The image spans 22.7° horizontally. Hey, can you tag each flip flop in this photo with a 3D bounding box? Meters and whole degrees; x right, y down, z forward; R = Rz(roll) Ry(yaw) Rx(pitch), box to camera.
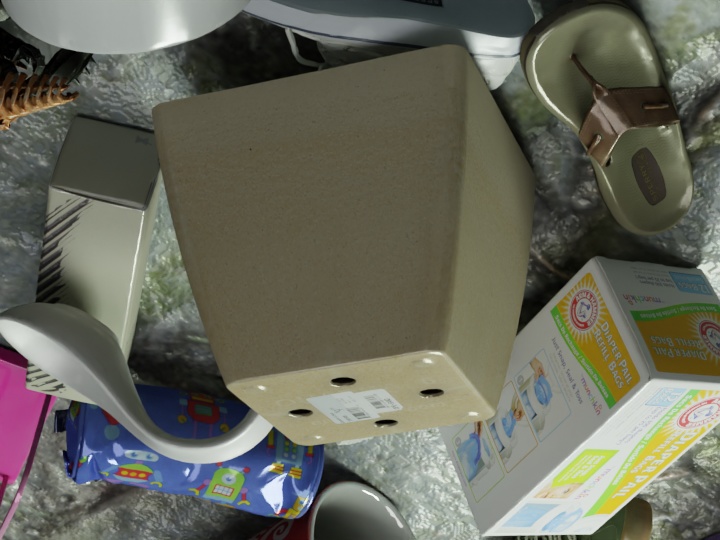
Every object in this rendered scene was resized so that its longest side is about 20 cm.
[{"bbox_3d":[0.165,-0.090,1.121,0.081,0.058,0.200,-30,128,1],"label":"flip flop"}]

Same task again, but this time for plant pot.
[{"bbox_3d":[0.000,0.000,1.113,0.199,0.178,0.200,-10,156,15],"label":"plant pot"}]

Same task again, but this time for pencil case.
[{"bbox_3d":[-0.129,0.136,1.347,0.199,0.078,0.087,12,117,-17],"label":"pencil case"}]

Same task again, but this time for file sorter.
[{"bbox_3d":[-0.347,0.128,1.353,0.199,0.126,0.139,21,131,-13],"label":"file sorter"}]

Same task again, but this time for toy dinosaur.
[{"bbox_3d":[-0.218,-0.123,1.090,0.200,0.136,0.102,34,163,32],"label":"toy dinosaur"}]

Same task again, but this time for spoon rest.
[{"bbox_3d":[-0.156,0.076,1.184,0.199,0.061,0.099,20,157,16],"label":"spoon rest"}]

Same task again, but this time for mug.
[{"bbox_3d":[-0.076,0.257,1.444,0.177,0.134,0.200,36,131,-29],"label":"mug"}]

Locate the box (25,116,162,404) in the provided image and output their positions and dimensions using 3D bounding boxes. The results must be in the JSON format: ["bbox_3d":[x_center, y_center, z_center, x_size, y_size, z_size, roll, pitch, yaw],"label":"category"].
[{"bbox_3d":[-0.184,-0.003,1.244,0.068,0.082,0.200,13,132,-3],"label":"box"}]

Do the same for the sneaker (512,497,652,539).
[{"bbox_3d":[0.149,0.241,1.440,0.090,0.067,0.200,16,136,-16],"label":"sneaker"}]

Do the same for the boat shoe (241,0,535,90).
[{"bbox_3d":[0.000,-0.146,1.101,0.201,0.075,0.086,8,138,-14],"label":"boat shoe"}]

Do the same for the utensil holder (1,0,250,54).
[{"bbox_3d":[-0.135,-0.242,0.958,0.169,0.170,0.200,1,136,5],"label":"utensil holder"}]

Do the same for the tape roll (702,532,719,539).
[{"bbox_3d":[0.343,0.300,1.464,0.199,0.085,0.200,4,133,4],"label":"tape roll"}]

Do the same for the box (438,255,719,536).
[{"bbox_3d":[0.162,0.092,1.253,0.112,0.102,0.200,5,140,-36],"label":"box"}]

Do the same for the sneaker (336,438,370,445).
[{"bbox_3d":[0.025,0.067,1.294,0.078,0.080,0.200,-14,166,-26],"label":"sneaker"}]
